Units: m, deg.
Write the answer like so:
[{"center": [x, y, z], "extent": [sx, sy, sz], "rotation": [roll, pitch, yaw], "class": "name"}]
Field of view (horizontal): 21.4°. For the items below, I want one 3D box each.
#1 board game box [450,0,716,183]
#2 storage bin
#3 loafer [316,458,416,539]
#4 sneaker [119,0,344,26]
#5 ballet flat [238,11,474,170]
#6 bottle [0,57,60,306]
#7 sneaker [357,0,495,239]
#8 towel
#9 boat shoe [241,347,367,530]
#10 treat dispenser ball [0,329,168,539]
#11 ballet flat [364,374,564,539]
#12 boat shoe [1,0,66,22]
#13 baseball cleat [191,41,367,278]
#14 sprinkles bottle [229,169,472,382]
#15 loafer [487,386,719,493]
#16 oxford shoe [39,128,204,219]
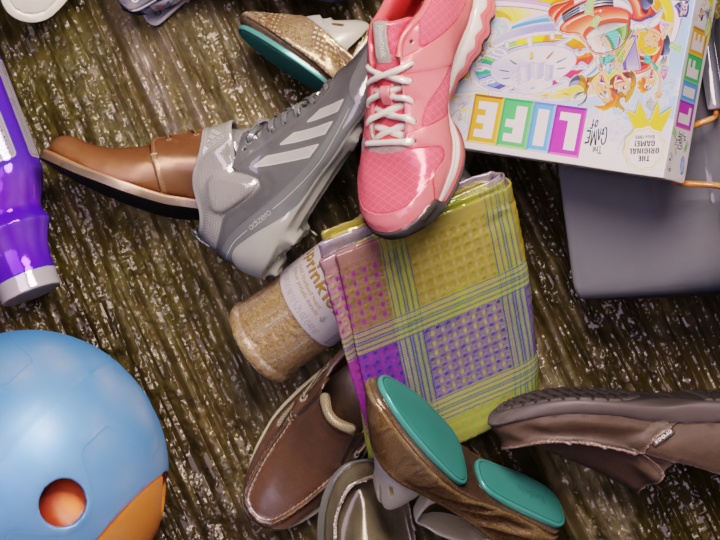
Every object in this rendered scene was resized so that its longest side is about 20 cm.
[{"center": [0.130, -0.139, 1.262], "extent": [0.199, 0.034, 0.136], "rotation": [11, 92, 34], "class": "board game box"}, {"center": [0.206, -0.065, 1.307], "extent": [0.133, 0.145, 0.202], "rotation": [-10, 86, 20], "class": "storage bin"}, {"center": [0.018, 0.234, 1.346], "extent": [0.075, 0.070, 0.202], "rotation": [-8, 92, -22], "class": "loafer"}, {"center": [-0.105, -0.215, 1.399], "extent": [0.199, 0.070, 0.109], "rotation": [29, 91, 15], "class": "sneaker"}, {"center": [0.004, -0.139, 1.382], "extent": [0.200, 0.071, 0.065], "rotation": [38, 85, 2], "class": "ballet flat"}, {"center": [-0.281, -0.074, 1.428], "extent": [0.083, 0.065, 0.201], "rotation": [-24, 84, 9], "class": "bottle"}, {"center": [0.025, -0.121, 1.231], "extent": [0.073, 0.087, 0.202], "rotation": [0, 68, 34], "class": "sneaker"}, {"center": [0.052, 0.035, 1.304], "extent": [0.143, 0.023, 0.201], "rotation": [-23, 124, -14], "class": "towel"}, {"center": [-0.020, 0.102, 1.366], "extent": [0.075, 0.075, 0.203], "rotation": [38, 95, 10], "class": "boat shoe"}, {"center": [-0.234, 0.143, 1.340], "extent": [0.199, 0.201, 0.203], "rotation": [0, 87, 10], "class": "treat dispenser ball"}, {"center": [0.056, 0.146, 1.317], "extent": [0.072, 0.200, 0.068], "rotation": [-39, 37, 22], "class": "ballet flat"}, {"center": [-0.228, -0.284, 1.431], "extent": [0.072, 0.060, 0.203], "rotation": [14, 91, -19], "class": "boat shoe"}, {"center": [-0.051, -0.094, 1.321], "extent": [0.106, 0.070, 0.201], "rotation": [32, 99, 2], "class": "baseball cleat"}, {"center": [0.000, 0.000, 1.351], "extent": [0.199, 0.068, 0.069], "rotation": [-36, 81, 20], "class": "sprinkles bottle"}, {"center": [0.187, 0.120, 1.318], "extent": [0.198, 0.073, 0.072], "rotation": [1, 93, 2], "class": "loafer"}, {"center": [-0.136, -0.075, 1.403], "extent": [0.198, 0.071, 0.072], "rotation": [13, 85, 0], "class": "oxford shoe"}]
